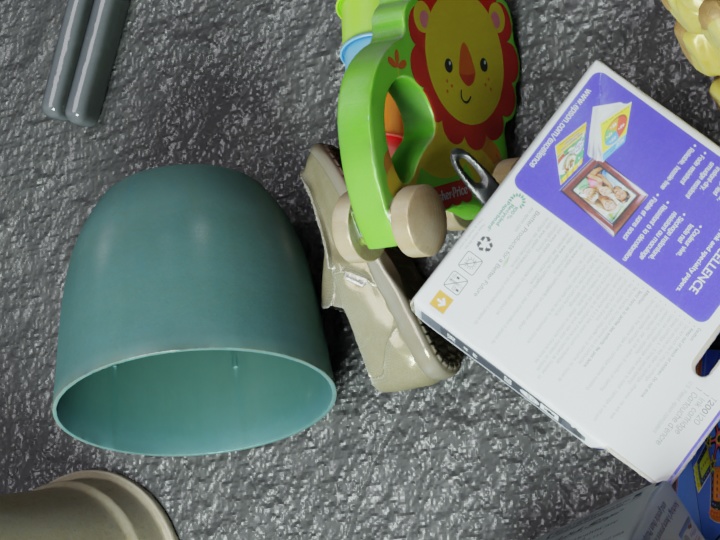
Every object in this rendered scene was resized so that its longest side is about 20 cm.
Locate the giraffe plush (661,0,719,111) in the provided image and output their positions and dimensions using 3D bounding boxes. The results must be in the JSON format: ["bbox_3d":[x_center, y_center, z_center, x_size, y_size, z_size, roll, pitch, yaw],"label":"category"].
[{"bbox_3d":[0.300,-0.144,1.282,0.162,0.173,0.200,-36,51,1],"label":"giraffe plush"}]

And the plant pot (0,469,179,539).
[{"bbox_3d":[-0.261,0.244,1.572,0.199,0.183,0.202,-6,79,34],"label":"plant pot"}]

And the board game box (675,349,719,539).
[{"bbox_3d":[0.247,0.152,1.336,0.102,0.019,0.202,3,84,32],"label":"board game box"}]

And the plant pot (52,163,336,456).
[{"bbox_3d":[-0.121,0.022,1.513,0.200,0.200,0.162,-20,61,30],"label":"plant pot"}]

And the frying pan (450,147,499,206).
[{"bbox_3d":[0.119,0.013,1.386,0.189,0.031,0.116,27,90,-2],"label":"frying pan"}]

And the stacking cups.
[{"bbox_3d":[0.009,-0.136,1.498,0.060,0.060,0.201,-16,61,32],"label":"stacking cups"}]

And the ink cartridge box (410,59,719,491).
[{"bbox_3d":[0.168,0.005,1.332,0.200,0.043,0.199,37,85,13],"label":"ink cartridge box"}]

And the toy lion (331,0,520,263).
[{"bbox_3d":[0.048,-0.115,1.417,0.068,0.200,0.193,-5,98,35],"label":"toy lion"}]

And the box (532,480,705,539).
[{"bbox_3d":[0.149,0.262,1.287,0.183,0.105,0.201,-29,96,28],"label":"box"}]

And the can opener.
[{"bbox_3d":[-0.218,-0.217,1.695,0.052,0.066,0.202,16,96,34],"label":"can opener"}]

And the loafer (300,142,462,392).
[{"bbox_3d":[0.000,0.000,1.498,0.068,0.076,0.201,-34,65,19],"label":"loafer"}]
